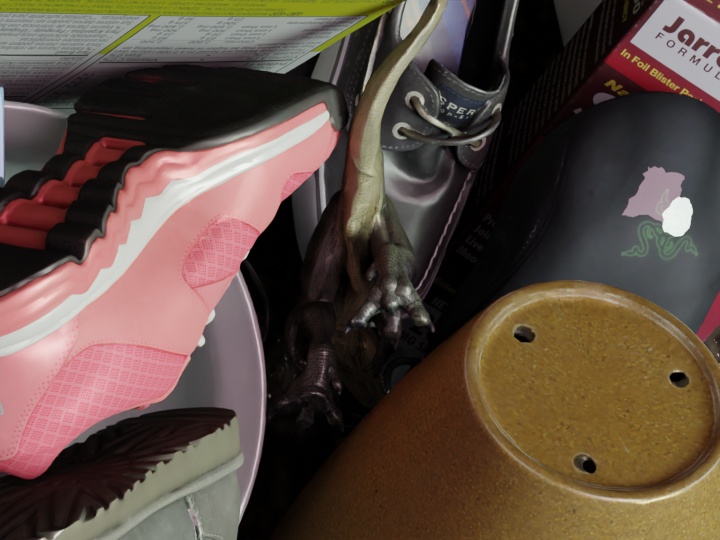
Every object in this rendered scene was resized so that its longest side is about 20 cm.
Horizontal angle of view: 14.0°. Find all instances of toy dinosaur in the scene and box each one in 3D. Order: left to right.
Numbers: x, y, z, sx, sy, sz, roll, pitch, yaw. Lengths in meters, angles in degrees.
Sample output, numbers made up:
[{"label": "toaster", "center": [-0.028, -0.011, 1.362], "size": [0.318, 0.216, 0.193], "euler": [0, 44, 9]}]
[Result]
[{"label": "toy dinosaur", "center": [0.000, 0.000, 1.009], "size": [0.047, 0.200, 0.088], "euler": [9, 51, -4]}]

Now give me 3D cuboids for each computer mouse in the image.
[{"label": "computer mouse", "center": [0.085, 0.024, 1.099], "size": [0.138, 0.053, 0.200], "euler": [13, 125, -17]}]

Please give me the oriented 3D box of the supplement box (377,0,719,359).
[{"label": "supplement box", "center": [0.106, -0.028, 1.141], "size": [0.109, 0.200, 0.061], "euler": [31, 34, -11]}]

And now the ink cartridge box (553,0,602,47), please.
[{"label": "ink cartridge box", "center": [0.165, -0.090, 1.199], "size": [0.086, 0.146, 0.200], "euler": [-30, 109, -50]}]

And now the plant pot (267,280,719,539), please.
[{"label": "plant pot", "center": [0.054, 0.102, 1.018], "size": [0.186, 0.200, 0.187], "euler": [8, 48, -9]}]

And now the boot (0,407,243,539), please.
[{"label": "boot", "center": [-0.071, 0.159, 0.928], "size": [0.182, 0.072, 0.200], "euler": [-21, 107, -52]}]

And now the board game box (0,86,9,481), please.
[{"label": "board game box", "center": [-0.210, 0.008, 0.911], "size": [0.200, 0.034, 0.135], "euler": [-1, 89, -23]}]

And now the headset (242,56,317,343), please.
[{"label": "headset", "center": [-0.037, -0.048, 1.148], "size": [0.123, 0.094, 0.200], "euler": [38, 59, -28]}]

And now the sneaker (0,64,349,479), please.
[{"label": "sneaker", "center": [-0.074, -0.003, 0.950], "size": [0.200, 0.074, 0.087], "euler": [-38, 131, -45]}]

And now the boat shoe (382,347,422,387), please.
[{"label": "boat shoe", "center": [0.036, 0.128, 1.189], "size": [0.073, 0.067, 0.200], "euler": [5, 90, -31]}]

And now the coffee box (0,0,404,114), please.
[{"label": "coffee box", "center": [-0.113, -0.167, 0.986], "size": [0.200, 0.198, 0.200], "euler": [-3, 78, -31]}]

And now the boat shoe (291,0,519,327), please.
[{"label": "boat shoe", "center": [0.028, -0.075, 1.087], "size": [0.070, 0.066, 0.200], "euler": [13, 91, -30]}]

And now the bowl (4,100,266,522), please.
[{"label": "bowl", "center": [-0.140, 0.045, 1.007], "size": [0.201, 0.090, 0.201], "euler": [1, 87, -23]}]
